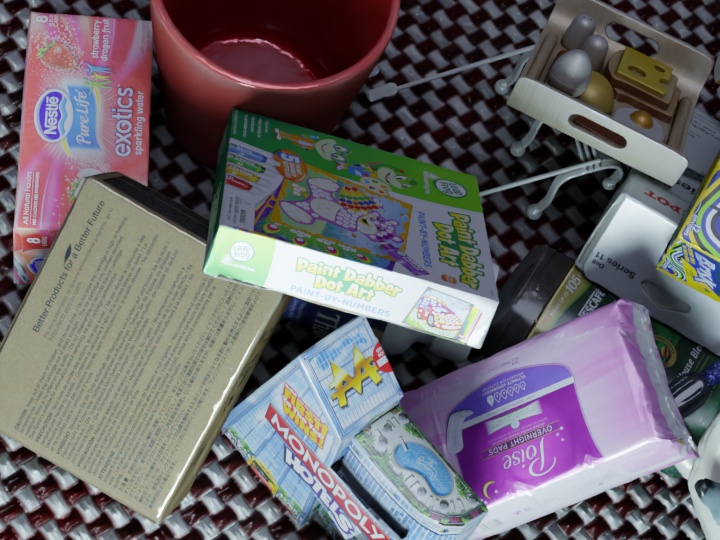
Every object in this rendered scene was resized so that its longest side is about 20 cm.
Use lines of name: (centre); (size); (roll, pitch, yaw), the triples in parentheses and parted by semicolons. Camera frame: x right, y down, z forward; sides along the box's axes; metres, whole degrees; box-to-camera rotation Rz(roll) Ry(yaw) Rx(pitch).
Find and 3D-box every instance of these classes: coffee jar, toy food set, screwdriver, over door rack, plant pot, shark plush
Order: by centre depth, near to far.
shark plush: (0.298, 0.188, 1.277); (0.083, 0.091, 0.200); (-24, 101, 1)
screwdriver: (0.289, 0.062, 1.307); (0.200, 0.029, 0.028); (-35, 78, -8)
coffee jar: (0.195, 0.068, 1.364); (0.200, 0.085, 0.104); (32, 62, 6)
toy food set: (0.206, -0.155, 1.379); (0.143, 0.060, 0.200); (26, 35, 2)
plant pot: (-0.078, -0.178, 1.386); (0.200, 0.177, 0.201); (5, 61, -9)
over door rack: (0.105, -0.113, 1.455); (0.200, 0.067, 0.148); (-10, 57, -2)

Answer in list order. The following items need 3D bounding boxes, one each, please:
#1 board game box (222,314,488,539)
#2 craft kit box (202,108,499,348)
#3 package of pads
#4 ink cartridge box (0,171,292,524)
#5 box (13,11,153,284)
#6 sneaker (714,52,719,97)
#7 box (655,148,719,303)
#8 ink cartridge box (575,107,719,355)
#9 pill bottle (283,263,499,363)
board game box: (-0.007, 0.127, 1.225); (0.062, 0.200, 0.200); (-34, 73, -26)
craft kit box: (-0.007, -0.034, 1.233); (0.197, 0.049, 0.200); (17, 27, -11)
package of pads: (0.136, 0.114, 1.277); (0.200, 0.076, 0.121); (-25, 63, 22)
ink cartridge box: (-0.161, 0.053, 1.244); (0.165, 0.075, 0.200); (31, 102, 5)
box: (-0.217, -0.094, 1.360); (0.103, 0.095, 0.200); (4, 62, -9)
sneaker: (0.367, -0.116, 1.394); (0.077, 0.078, 0.200); (-7, 56, -30)
box: (0.296, -0.077, 1.282); (0.064, 0.070, 0.200); (29, 71, 6)
ink cartridge box: (0.275, -0.038, 1.397); (0.147, 0.083, 0.200); (31, 35, 4)
pill bottle: (0.000, 0.000, 1.346); (0.200, 0.111, 0.111); (20, 60, 0)
